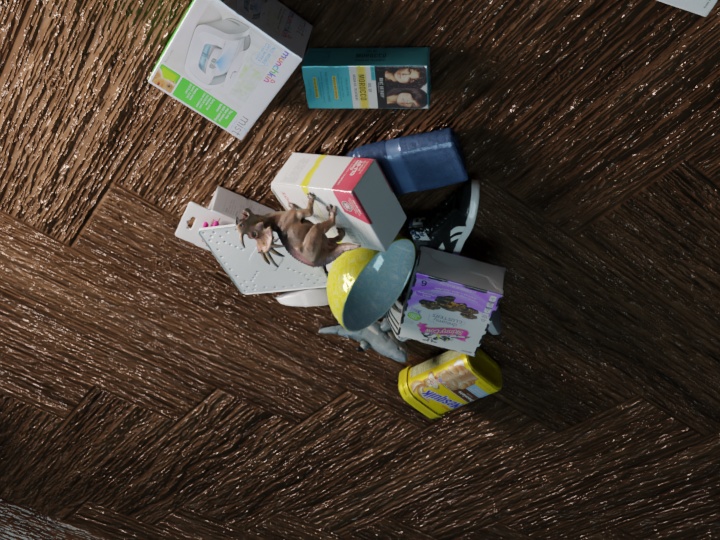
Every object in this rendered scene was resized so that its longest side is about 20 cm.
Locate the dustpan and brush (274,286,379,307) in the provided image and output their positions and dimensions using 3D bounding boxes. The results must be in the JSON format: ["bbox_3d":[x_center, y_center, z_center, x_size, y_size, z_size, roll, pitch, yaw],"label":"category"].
[{"bbox_3d":[-0.054,0.049,1.595,0.196,0.139,0.058,-13,97,23],"label":"dustpan and brush"}]

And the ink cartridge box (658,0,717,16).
[{"bbox_3d":[0.350,-0.415,0.979,0.196,0.148,0.085,16,141,-6],"label":"ink cartridge box"}]

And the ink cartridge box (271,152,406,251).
[{"bbox_3d":[-0.039,-0.122,1.383,0.197,0.084,0.146,11,147,40],"label":"ink cartridge box"}]

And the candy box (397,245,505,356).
[{"bbox_3d":[0.170,0.062,1.522,0.164,0.072,0.202,14,139,1],"label":"candy box"}]

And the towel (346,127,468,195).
[{"bbox_3d":[0.081,-0.185,1.369,0.196,0.049,0.112,-8,138,21],"label":"towel"}]

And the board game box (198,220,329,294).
[{"bbox_3d":[-0.176,-0.031,1.504,0.196,0.026,0.201,-5,141,20],"label":"board game box"}]

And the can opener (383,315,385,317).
[{"bbox_3d":[0.022,0.022,1.613,0.065,0.053,0.202,-1,139,19],"label":"can opener"}]

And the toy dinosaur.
[{"bbox_3d":[-0.102,-0.050,1.325,0.197,0.137,0.086,29,154,8],"label":"toy dinosaur"}]

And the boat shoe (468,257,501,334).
[{"bbox_3d":[0.225,0.058,1.606,0.065,0.073,0.201,-12,134,30],"label":"boat shoe"}]

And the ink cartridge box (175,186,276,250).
[{"bbox_3d":[-0.244,-0.084,1.533,0.197,0.068,0.116,23,139,-16],"label":"ink cartridge box"}]

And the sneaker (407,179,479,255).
[{"bbox_3d":[0.143,-0.091,1.446,0.109,0.074,0.202,10,141,-3],"label":"sneaker"}]

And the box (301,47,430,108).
[{"bbox_3d":[0.011,-0.301,1.249,0.195,0.050,0.083,2,139,9],"label":"box"}]

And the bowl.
[{"bbox_3d":[0.000,0.000,1.478,0.107,0.199,0.202,37,149,27],"label":"bowl"}]

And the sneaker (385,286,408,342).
[{"bbox_3d":[0.144,0.115,1.687,0.198,0.076,0.116,27,139,-6],"label":"sneaker"}]

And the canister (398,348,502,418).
[{"bbox_3d":[0.206,0.251,1.819,0.198,0.088,0.148,-30,127,34],"label":"canister"}]

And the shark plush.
[{"bbox_3d":[0.011,0.141,1.730,0.196,0.084,0.091,20,139,-13],"label":"shark plush"}]

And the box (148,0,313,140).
[{"bbox_3d":[-0.198,-0.332,1.220,0.175,0.098,0.200,31,134,-21],"label":"box"}]
